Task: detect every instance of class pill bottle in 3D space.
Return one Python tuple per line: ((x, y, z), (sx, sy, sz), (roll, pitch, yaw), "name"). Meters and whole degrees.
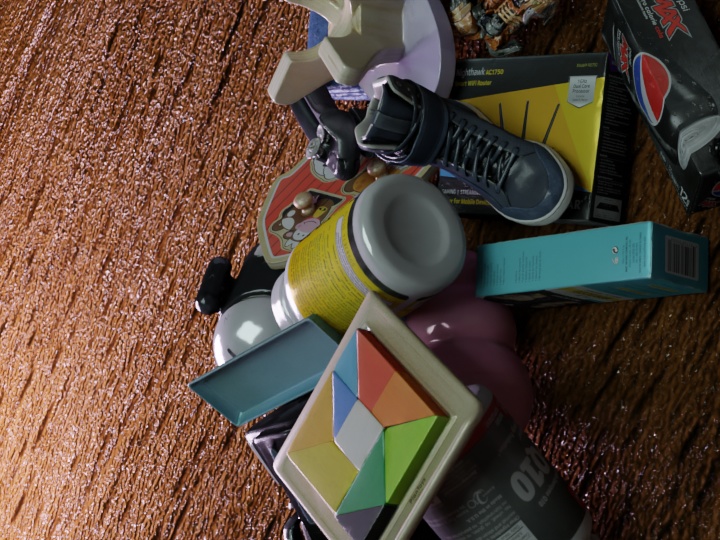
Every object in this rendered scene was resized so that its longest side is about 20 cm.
((0.000, 0.000, 1.542), (0.200, 0.112, 0.114), (-35, 58, 52), "pill bottle")
((0.124, 0.206, 1.436), (0.200, 0.114, 0.114), (49, 130, -8), "pill bottle")

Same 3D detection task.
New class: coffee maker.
((0.007, 0.204, 1.573), (0.191, 0.135, 0.201), (-22, 100, 30), "coffee maker")

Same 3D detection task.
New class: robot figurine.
((-0.076, 0.044, 1.702), (0.149, 0.126, 0.201), (-6, 34, 19), "robot figurine")

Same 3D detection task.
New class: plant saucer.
((-0.081, 0.093, 1.587), (0.199, 0.070, 0.019), (-30, 26, 44), "plant saucer")

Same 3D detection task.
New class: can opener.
((-0.037, -0.153, 1.710), (0.200, 0.078, 0.064), (50, 129, 51), "can opener")

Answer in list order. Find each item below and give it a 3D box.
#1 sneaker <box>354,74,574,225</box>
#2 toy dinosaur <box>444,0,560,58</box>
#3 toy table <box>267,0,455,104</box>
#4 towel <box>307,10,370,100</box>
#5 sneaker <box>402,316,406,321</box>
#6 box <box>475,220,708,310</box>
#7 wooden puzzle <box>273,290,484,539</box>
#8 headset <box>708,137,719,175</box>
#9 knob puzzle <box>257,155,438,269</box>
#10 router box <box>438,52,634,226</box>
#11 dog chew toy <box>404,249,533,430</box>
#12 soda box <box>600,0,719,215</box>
((0.083, -0.106, 1.491), (0.202, 0.145, 0.077), (36, 107, 46), "sneaker")
((0.112, -0.266, 1.604), (0.199, 0.102, 0.137), (-6, 89, 37), "toy dinosaur")
((-0.005, -0.233, 1.627), (0.200, 0.116, 0.185), (46, 124, 47), "toy table")
((-0.013, -0.280, 1.777), (0.111, 0.048, 0.202), (4, 87, 49), "towel")
((0.021, 0.007, 1.668), (0.071, 0.079, 0.202), (-32, 61, 43), "sneaker")
((0.198, -0.002, 1.472), (0.199, 0.082, 0.050), (-8, 75, 47), "box")
((0.005, 0.138, 1.403), (0.186, 0.037, 0.200), (-61, 39, 15), "wooden puzzle")
((0.360, -0.126, 1.290), (0.199, 0.094, 0.124), (-27, 30, 11), "headset")
((-0.029, -0.079, 1.686), (0.218, 0.031, 0.221), (-21, 35, 16), "knob puzzle")
((0.159, -0.120, 1.556), (0.199, 0.051, 0.151), (5, 87, 50), "router box")
((0.092, 0.071, 1.559), (0.124, 0.124, 0.202), (-29, 55, 41), "dog chew toy")
((0.269, -0.150, 1.411), (0.064, 0.070, 0.201), (91, 162, -60), "soda box")
